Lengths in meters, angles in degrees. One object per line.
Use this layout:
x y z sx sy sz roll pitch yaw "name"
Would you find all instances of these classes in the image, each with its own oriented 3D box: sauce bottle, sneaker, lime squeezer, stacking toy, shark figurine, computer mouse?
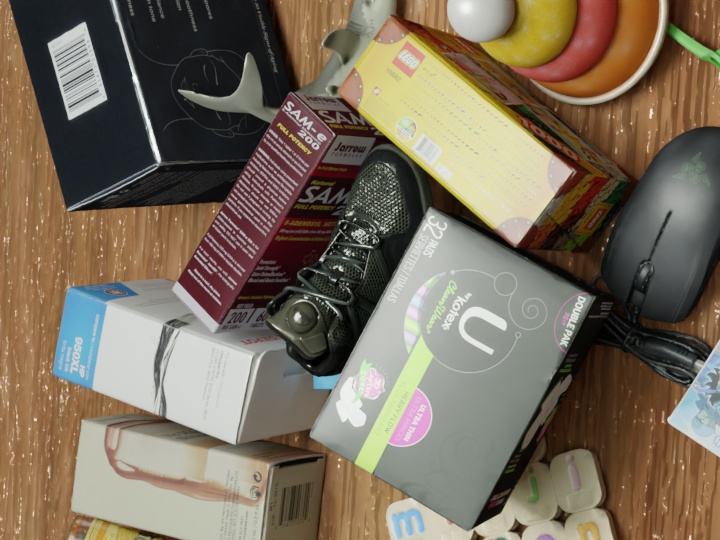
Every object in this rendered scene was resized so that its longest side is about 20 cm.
-0.165 0.271 1.639 0.200 0.066 0.066 15 100 -1 "sauce bottle"
-0.008 0.001 1.456 0.076 0.114 0.200 31 119 22 "sneaker"
0.299 -0.168 1.418 0.200 0.038 0.071 9 96 29 "lime squeezer"
0.129 -0.201 1.413 0.146 0.200 0.147 3 95 38 "stacking toy"
-0.042 -0.153 1.552 0.089 0.214 0.128 0 120 49 "shark figurine"
0.242 -0.017 1.445 0.138 0.053 0.200 28 104 26 "computer mouse"

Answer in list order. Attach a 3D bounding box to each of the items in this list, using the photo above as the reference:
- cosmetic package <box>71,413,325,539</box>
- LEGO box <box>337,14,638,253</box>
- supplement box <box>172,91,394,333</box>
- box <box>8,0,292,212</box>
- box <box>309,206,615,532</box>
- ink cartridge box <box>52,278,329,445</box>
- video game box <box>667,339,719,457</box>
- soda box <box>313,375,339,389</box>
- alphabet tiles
-0.142 0.187 1.637 0.200 0.103 0.087 9 94 27 "cosmetic package"
0.102 -0.104 1.465 0.200 0.149 0.077 42 107 21 "LEGO box"
-0.056 -0.045 1.504 0.061 0.109 0.200 44 115 27 "supplement box"
-0.168 -0.164 1.578 0.124 0.196 0.200 -22 80 38 "box"
0.080 0.074 1.429 0.148 0.124 0.200 29 95 14 "box"
-0.140 0.075 1.607 0.200 0.145 0.084 18 101 28 "ink cartridge box"
0.359 0.091 1.374 0.200 0.047 0.182 34 105 15 "video game box"
0.000 0.000 1.574 0.068 0.064 0.201 -1 90 29 "soda box"
0.116 0.218 1.538 0.200 0.015 0.196 -20 76 28 "alphabet tiles"
